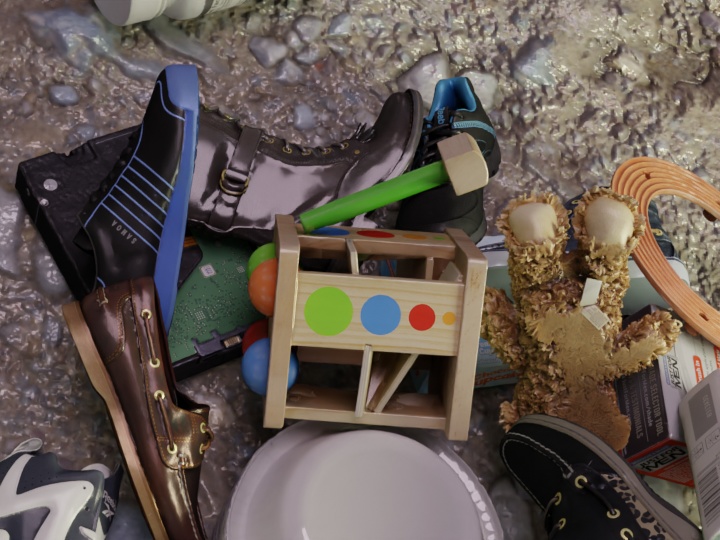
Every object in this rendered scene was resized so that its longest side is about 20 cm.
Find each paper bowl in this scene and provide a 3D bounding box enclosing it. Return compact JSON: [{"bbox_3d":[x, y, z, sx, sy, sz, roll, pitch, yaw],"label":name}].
[{"bbox_3d":[0.003,0.190,1.119,0.200,0.104,0.201,9,57,-14],"label":"paper bowl"}]

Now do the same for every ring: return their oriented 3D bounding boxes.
[{"bbox_3d":[0.266,-0.006,1.267,0.200,0.019,0.201,26,37,-22],"label":"ring"}]

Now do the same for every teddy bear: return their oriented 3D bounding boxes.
[{"bbox_3d":[0.147,0.033,1.160,0.144,0.201,0.067,-21,23,1],"label":"teddy bear"}]

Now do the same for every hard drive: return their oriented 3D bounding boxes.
[{"bbox_3d":[-0.154,-0.014,1.234,0.139,0.038,0.200,-22,68,-28],"label":"hard drive"}]

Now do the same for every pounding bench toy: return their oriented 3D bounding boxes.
[{"bbox_3d":[0.000,0.000,1.137,0.155,0.124,0.201,5,101,-5],"label":"pounding bench toy"}]

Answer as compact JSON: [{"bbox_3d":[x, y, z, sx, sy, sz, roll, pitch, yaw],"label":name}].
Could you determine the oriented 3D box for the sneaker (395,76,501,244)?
[{"bbox_3d":[0.061,-0.078,1.281,0.073,0.082,0.200,-8,31,15],"label":"sneaker"}]

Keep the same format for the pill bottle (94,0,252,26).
[{"bbox_3d":[-0.122,-0.272,1.356,0.199,0.113,0.113,-20,67,-27],"label":"pill bottle"}]

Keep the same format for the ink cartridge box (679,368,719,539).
[{"bbox_3d":[0.308,0.174,1.111,0.200,0.050,0.161,38,24,-16],"label":"ink cartridge box"}]

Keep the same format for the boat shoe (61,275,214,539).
[{"bbox_3d":[-0.134,0.103,1.108,0.070,0.070,0.201,-20,96,-9],"label":"boat shoe"}]

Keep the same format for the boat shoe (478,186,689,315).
[{"bbox_3d":[0.152,-0.015,1.271,0.199,0.071,0.091,2,51,-22],"label":"boat shoe"}]

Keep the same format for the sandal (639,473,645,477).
[{"bbox_3d":[0.187,0.139,1.235,0.082,0.055,0.200,39,51,-15],"label":"sandal"}]

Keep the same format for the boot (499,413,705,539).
[{"bbox_3d":[0.124,0.187,1.073,0.153,0.074,0.203,-29,47,-25],"label":"boot"}]

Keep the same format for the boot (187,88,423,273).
[{"bbox_3d":[-0.056,-0.088,1.243,0.174,0.069,0.201,26,62,-2],"label":"boot"}]

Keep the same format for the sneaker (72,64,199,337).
[{"bbox_3d":[-0.159,-0.052,1.161,0.078,0.070,0.201,8,81,-7],"label":"sneaker"}]

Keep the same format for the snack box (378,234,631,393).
[{"bbox_3d":[0.124,0.028,1.294,0.199,0.037,0.117,-6,60,-20],"label":"snack box"}]

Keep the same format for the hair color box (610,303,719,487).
[{"bbox_3d":[0.277,0.108,1.243,0.199,0.064,0.111,19,53,-32],"label":"hair color box"}]

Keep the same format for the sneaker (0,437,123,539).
[{"bbox_3d":[-0.180,0.190,1.074,0.199,0.080,0.130,37,64,19],"label":"sneaker"}]
